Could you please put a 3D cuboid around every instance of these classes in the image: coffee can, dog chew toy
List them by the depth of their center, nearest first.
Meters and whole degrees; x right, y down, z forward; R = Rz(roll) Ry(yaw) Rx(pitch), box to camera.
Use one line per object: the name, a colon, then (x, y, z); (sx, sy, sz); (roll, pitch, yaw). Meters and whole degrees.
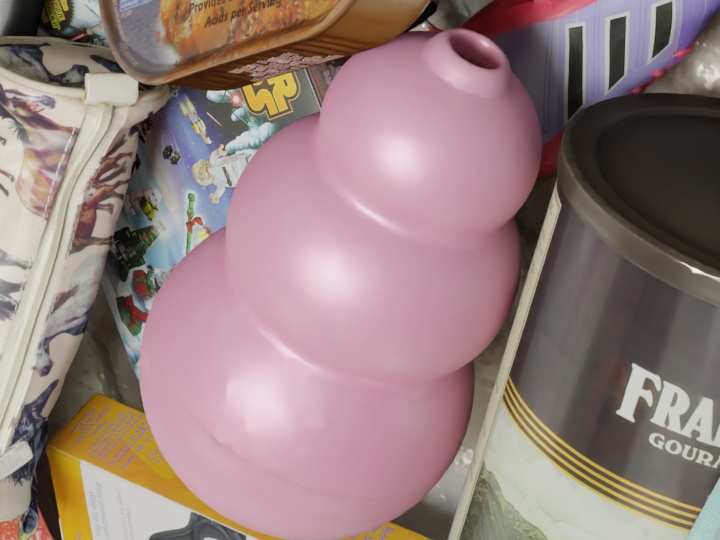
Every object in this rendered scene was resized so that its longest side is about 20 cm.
coffee can: (0.115, 0.060, 0.996); (0.146, 0.146, 0.201); (27, 120, 22)
dog chew toy: (0.000, 0.000, 1.011); (0.124, 0.124, 0.201); (38, 124, 16)

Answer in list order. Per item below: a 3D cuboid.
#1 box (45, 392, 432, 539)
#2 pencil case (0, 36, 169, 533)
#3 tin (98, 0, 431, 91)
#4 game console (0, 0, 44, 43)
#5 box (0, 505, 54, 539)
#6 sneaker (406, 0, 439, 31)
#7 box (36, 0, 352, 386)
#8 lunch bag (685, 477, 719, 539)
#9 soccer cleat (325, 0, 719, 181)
box: (-0.032, 0.135, 1.158); (0.199, 0.042, 0.120); (21, 139, 23)
pencil case: (-0.136, 0.003, 1.106); (0.089, 0.077, 0.201); (38, 115, 47)
tin: (-0.030, -0.126, 0.993); (0.200, 0.042, 0.113); (-9, 80, 56)
game console: (-0.189, -0.193, 1.148); (0.175, 0.116, 0.201); (15, 106, 0)
box: (-0.210, 0.073, 1.216); (0.201, 0.094, 0.103); (65, 161, -3)
sneaker: (0.032, -0.166, 1.000); (0.199, 0.075, 0.116); (-25, 69, 36)
box: (-0.057, -0.047, 1.132); (0.136, 0.040, 0.201); (-18, 96, 34)
lunch bag: (0.179, 0.115, 0.855); (0.171, 0.121, 0.201); (55, 131, 44)
soccer cleat: (0.075, -0.074, 1.030); (0.199, 0.067, 0.077); (-25, 108, 36)
